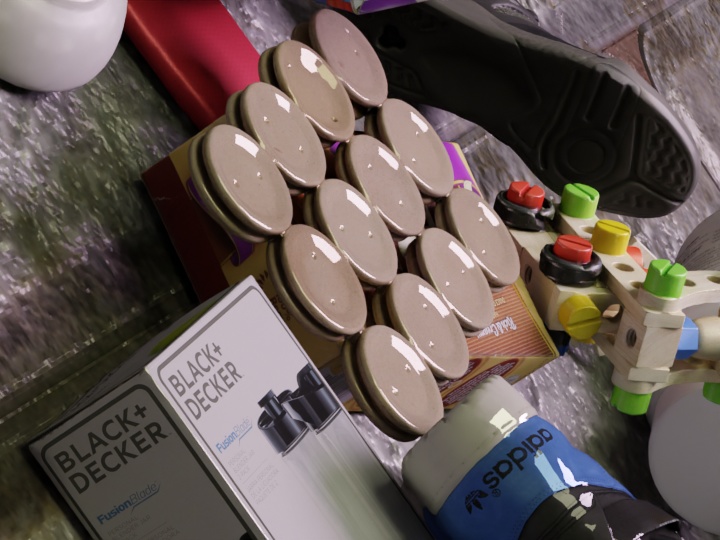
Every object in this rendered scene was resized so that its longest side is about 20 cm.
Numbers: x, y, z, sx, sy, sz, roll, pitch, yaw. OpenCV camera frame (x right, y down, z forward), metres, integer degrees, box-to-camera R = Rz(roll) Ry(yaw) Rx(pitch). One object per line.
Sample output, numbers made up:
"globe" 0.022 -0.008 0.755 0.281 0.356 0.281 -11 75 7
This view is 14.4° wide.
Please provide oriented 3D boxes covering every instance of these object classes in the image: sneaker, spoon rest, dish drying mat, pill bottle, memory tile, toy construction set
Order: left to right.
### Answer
"spoon rest" -0.113 -0.143 1.193 0.099 0.061 0.200 53 46 -7
"dish drying mat" -0.108 -0.144 1.258 0.200 0.018 0.077 54 28 -9
"memory tile" 0.000 -0.023 1.184 0.153 0.017 0.200 52 27 -9
"sneaker" 0.085 -0.102 1.434 0.199 0.076 0.114 26 25 1
"sneaker" 0.075 0.109 1.142 0.111 0.077 0.200 46 -8 10
"toy construction set" 0.132 0.011 1.358 0.131 0.092 0.200 4 9 -21
"pill bottle" 0.206 0.051 1.475 0.114 0.114 0.200 51 26 -12

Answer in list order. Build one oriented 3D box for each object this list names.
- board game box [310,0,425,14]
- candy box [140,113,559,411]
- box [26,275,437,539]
"board game box" 0.014 -0.180 1.282 0.200 0.105 0.103 -145 -137 -75
"candy box" 0.000 0.000 1.238 0.200 0.056 0.117 3 58 -58
"box" -0.025 0.112 1.058 0.200 0.060 0.117 55 25 -3
